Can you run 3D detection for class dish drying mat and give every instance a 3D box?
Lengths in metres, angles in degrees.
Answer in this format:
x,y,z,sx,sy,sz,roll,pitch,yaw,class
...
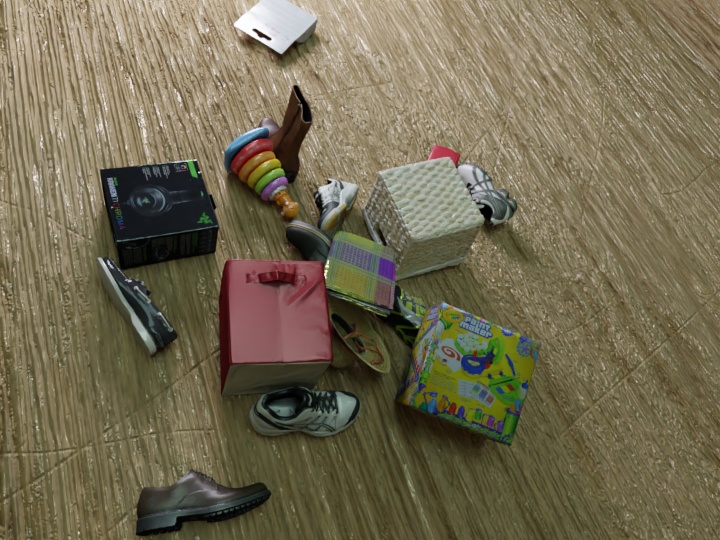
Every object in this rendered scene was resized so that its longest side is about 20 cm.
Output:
x,y,z,sx,sy,sz,roll,pitch,yaw,class
0.192,-0.236,1.388,0.076,0.018,0.201,20,61,7,dish drying mat

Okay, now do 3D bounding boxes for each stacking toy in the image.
x,y,z,sx,sy,sz,roll,pitch,yaw,class
-0.199,-0.197,1.203,0.116,0.110,0.201,-36,85,-19,stacking toy

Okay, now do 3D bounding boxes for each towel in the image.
x,y,z,sx,sy,sz,roll,pitch,yaw,class
0.000,0.000,1.068,0.142,0.023,0.201,20,36,-9,towel

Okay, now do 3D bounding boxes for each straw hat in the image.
x,y,z,sx,sy,sz,roll,pitch,yaw,class
-0.038,0.132,1.031,0.201,0.085,0.201,47,16,-17,straw hat

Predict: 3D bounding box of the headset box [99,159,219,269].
x,y,z,sx,sy,sz,roll,pitch,yaw,class
-0.385,-0.114,1.076,0.198,0.093,0.175,-11,62,-26,headset box

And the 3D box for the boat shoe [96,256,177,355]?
x,y,z,sx,sy,sz,roll,pitch,yaw,class
-0.397,0.053,0.973,0.060,0.074,0.201,-30,74,-33,boat shoe

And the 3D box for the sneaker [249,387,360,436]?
x,y,z,sx,sy,sz,roll,pitch,yaw,class
-0.086,0.238,0.941,0.198,0.088,0.076,-3,56,-23,sneaker

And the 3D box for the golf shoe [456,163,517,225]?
x,y,z,sx,sy,sz,roll,pitch,yaw,class
0.294,-0.192,1.378,0.094,0.078,0.200,-35,61,-18,golf shoe

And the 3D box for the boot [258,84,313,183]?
x,y,z,sx,sy,sz,roll,pitch,yaw,class
-0.172,-0.328,1.225,0.068,0.201,0.190,-6,60,-23,boot

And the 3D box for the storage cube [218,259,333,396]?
x,y,z,sx,sy,sz,roll,pitch,yaw,class
-0.155,0.102,0.952,0.169,0.200,0.182,1,63,-19,storage cube

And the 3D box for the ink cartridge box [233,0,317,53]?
x,y,z,sx,sy,sz,roll,pitch,yaw,class
-0.236,-0.681,1.543,0.159,0.047,0.201,31,58,2,ink cartridge box

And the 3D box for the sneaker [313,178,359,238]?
x,y,z,sx,sy,sz,roll,pitch,yaw,class
-0.071,-0.138,1.212,0.087,0.076,0.201,21,34,3,sneaker

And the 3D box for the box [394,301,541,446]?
x,y,z,sx,sy,sz,roll,pitch,yaw,class
0.196,0.189,1.019,0.198,0.122,0.194,23,78,-4,box

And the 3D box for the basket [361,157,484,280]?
x,y,z,sx,sy,sz,roll,pitch,yaw,class
0.137,-0.116,1.210,0.198,0.161,0.200,-14,65,-22,basket

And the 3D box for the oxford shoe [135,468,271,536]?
x,y,z,sx,sy,sz,roll,pitch,yaw,class
-0.236,0.340,0.840,0.198,0.073,0.085,-1,56,-20,oxford shoe

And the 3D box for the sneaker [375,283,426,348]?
x,y,z,sx,sy,sz,roll,pitch,yaw,class
0.085,0.076,1.133,0.200,0.075,0.076,50,46,0,sneaker

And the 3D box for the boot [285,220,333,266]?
x,y,z,sx,sy,sz,roll,pitch,yaw,class
-0.099,0.000,1.117,0.199,0.078,0.139,35,58,7,boot
